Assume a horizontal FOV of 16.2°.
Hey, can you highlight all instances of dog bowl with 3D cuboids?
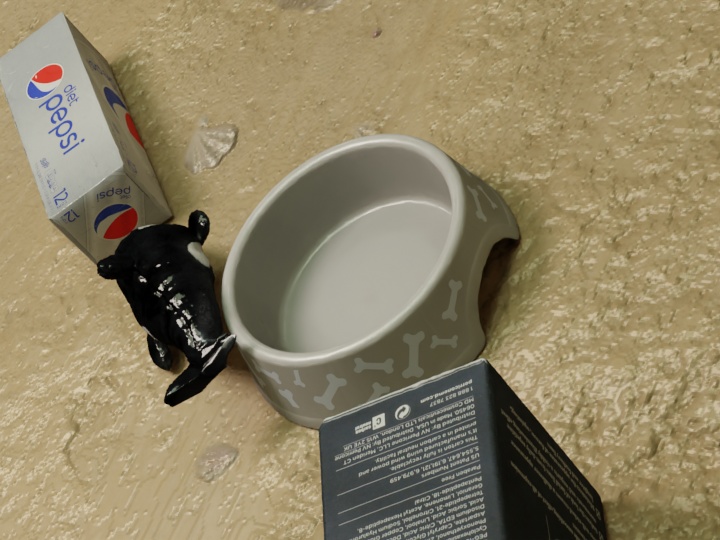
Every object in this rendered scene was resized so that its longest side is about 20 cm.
[{"bbox_3d":[0.000,0.000,1.587,0.199,0.059,0.201,-19,46,21],"label":"dog bowl"}]

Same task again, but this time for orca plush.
[{"bbox_3d":[-0.140,0.020,1.627,0.200,0.071,0.106,-106,35,-53],"label":"orca plush"}]

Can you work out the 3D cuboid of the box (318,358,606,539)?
[{"bbox_3d":[0.061,0.178,1.324,0.107,0.149,0.201,-23,44,19],"label":"box"}]

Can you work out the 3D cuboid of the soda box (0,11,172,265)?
[{"bbox_3d":[-0.200,-0.096,1.809,0.068,0.063,0.200,-35,42,7],"label":"soda box"}]
